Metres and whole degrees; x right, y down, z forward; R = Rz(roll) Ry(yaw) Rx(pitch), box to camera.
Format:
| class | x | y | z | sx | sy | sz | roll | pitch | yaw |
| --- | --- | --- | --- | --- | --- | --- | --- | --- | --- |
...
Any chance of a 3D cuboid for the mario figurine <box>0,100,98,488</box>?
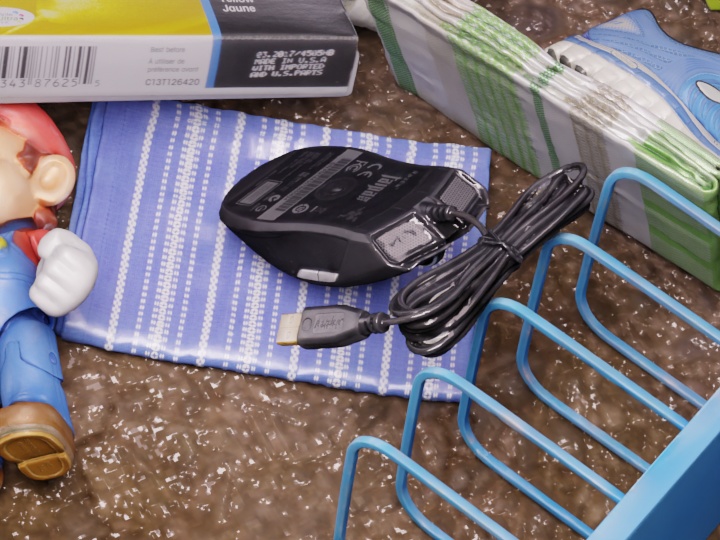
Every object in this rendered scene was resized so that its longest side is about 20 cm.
| class | x | y | z | sx | sy | sz | roll | pitch | yaw |
| --- | --- | --- | --- | --- | --- | --- | --- | --- | --- |
| mario figurine | -0.181 | -0.003 | 1.230 | 0.123 | 0.106 | 0.201 | -3 | 59 | -7 |

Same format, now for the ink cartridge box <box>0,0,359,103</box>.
| class | x | y | z | sx | sy | sz | roll | pitch | yaw |
| --- | --- | --- | --- | --- | --- | --- | --- | --- | --- |
| ink cartridge box | -0.119 | -0.154 | 1.325 | 0.197 | 0.047 | 0.200 | -3 | 43 | -19 |

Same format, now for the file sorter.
| class | x | y | z | sx | sy | sz | roll | pitch | yaw |
| --- | --- | --- | --- | --- | --- | --- | --- | --- | --- |
| file sorter | 0.095 | 0.075 | 1.198 | 0.123 | 0.139 | 0.200 | 35 | 59 | 18 |

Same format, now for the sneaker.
| class | x | y | z | sx | sy | sz | roll | pitch | yaw |
| --- | --- | --- | --- | --- | --- | --- | --- | --- | --- |
| sneaker | 0.183 | -0.062 | 1.332 | 0.089 | 0.079 | 0.200 | -37 | 69 | -24 |

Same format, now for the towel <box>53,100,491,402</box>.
| class | x | y | z | sx | sy | sz | roll | pitch | yaw |
| --- | --- | --- | --- | --- | --- | --- | --- | --- | --- |
| towel | -0.039 | -0.015 | 1.304 | 0.199 | 0.024 | 0.145 | 9 | 57 | -2 |

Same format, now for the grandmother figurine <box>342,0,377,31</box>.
| class | x | y | z | sx | sy | sz | roll | pitch | yaw |
| --- | --- | --- | --- | --- | --- | --- | --- | --- | --- |
| grandmother figurine | 0.034 | -0.200 | 1.414 | 0.121 | 0.061 | 0.200 | 18 | 54 | 14 |

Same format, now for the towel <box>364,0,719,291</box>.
| class | x | y | z | sx | sy | sz | roll | pitch | yaw |
| --- | --- | --- | --- | --- | --- | --- | --- | --- | --- |
| towel | 0.092 | -0.072 | 1.283 | 0.200 | 0.149 | 0.031 | 34 | 81 | 17 |

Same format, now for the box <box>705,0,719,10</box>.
| class | x | y | z | sx | sy | sz | roll | pitch | yaw |
| --- | --- | --- | --- | --- | --- | --- | --- | --- | --- |
| box | 0.257 | -0.174 | 1.377 | 0.122 | 0.048 | 0.200 | -33 | 22 | -24 |

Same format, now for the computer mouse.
| class | x | y | z | sx | sy | sz | roll | pitch | yaw |
| --- | --- | --- | --- | --- | --- | --- | --- | --- | --- |
| computer mouse | 0.000 | 0.000 | 1.220 | 0.200 | 0.046 | 0.140 | 6 | 37 | 42 |
